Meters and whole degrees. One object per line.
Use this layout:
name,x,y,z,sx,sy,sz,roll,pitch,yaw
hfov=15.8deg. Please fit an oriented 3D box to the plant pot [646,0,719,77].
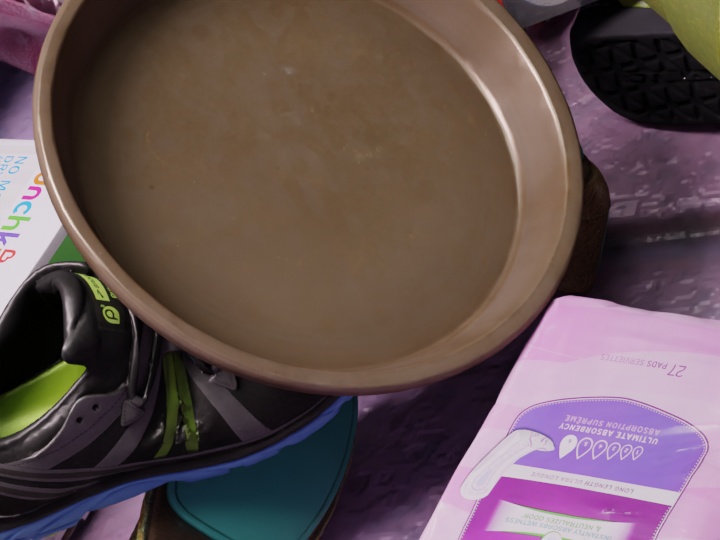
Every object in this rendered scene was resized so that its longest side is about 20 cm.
plant pot,0.125,-0.166,0.876,0.200,0.200,0.190,-43,52,-14

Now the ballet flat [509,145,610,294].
ballet flat,0.000,0.000,0.997,0.198,0.073,0.068,-9,22,8

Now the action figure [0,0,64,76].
action figure,-0.080,-0.086,1.080,0.134,0.149,0.200,-43,73,-1

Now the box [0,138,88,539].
box,-0.186,0.049,1.053,0.176,0.097,0.201,4,51,38

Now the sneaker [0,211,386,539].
sneaker,-0.075,0.031,0.907,0.199,0.083,0.071,-24,50,-13

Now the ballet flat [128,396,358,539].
ballet flat,-0.062,0.111,0.942,0.070,0.071,0.201,-1,47,31

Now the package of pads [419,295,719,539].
package of pads,0.079,0.103,0.845,0.120,0.076,0.201,6,52,39

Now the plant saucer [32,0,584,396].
plant saucer,-0.018,-0.041,0.913,0.199,0.030,0.201,8,59,-13

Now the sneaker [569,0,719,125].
sneaker,0.169,-0.102,0.998,0.199,0.072,0.083,11,55,39

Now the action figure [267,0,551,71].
action figure,0.027,-0.086,1.039,0.052,0.066,0.200,-26,4,36

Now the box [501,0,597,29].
box,0.133,-0.177,1.068,0.160,0.049,0.200,-18,22,14
